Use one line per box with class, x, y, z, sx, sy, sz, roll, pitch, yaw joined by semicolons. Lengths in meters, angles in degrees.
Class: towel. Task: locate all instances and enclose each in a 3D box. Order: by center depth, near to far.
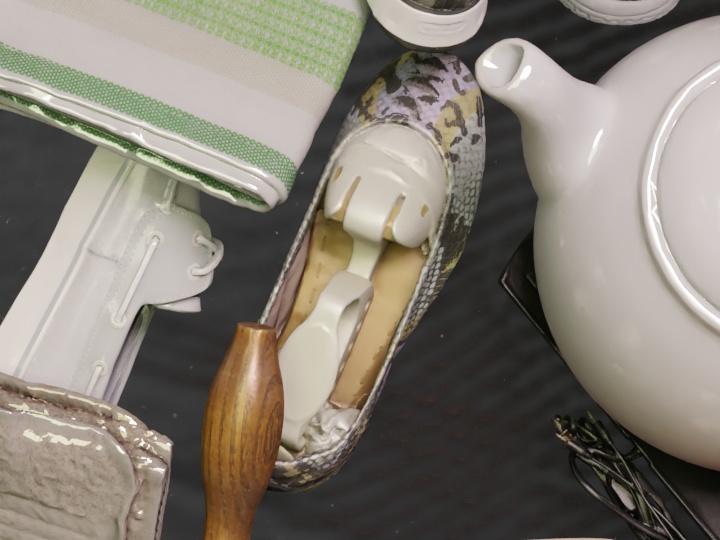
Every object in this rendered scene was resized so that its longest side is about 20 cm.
towel;-0.065;-0.128;0.948;0.148;0.031;0.201;23;60;1
towel;-0.178;0.098;0.961;0.198;0.035;0.134;14;119;9

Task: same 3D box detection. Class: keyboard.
keyboard;0.129;0.065;0.960;0.104;0.040;0.200;-36;81;-20

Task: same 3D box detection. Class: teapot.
teapot;0.165;-0.016;0.881;0.199;0.146;0.199;-22;80;-7

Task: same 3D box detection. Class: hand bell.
hand bell;-0.054;0.121;0.920;0.103;0.104;0.202;10;98;8

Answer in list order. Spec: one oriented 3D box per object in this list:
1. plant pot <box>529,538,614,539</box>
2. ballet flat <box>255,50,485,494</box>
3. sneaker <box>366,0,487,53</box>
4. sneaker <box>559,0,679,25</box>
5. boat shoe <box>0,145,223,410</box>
plant pot;0.057;0.202;0.882;0.198;0.200;0.179;-6;76;7
ballet flat;0.000;0.000;0.955;0.072;0.072;0.202;22;89;8
sneaker;0.023;-0.195;0.932;0.066;0.091;0.202;-3;64;-18
sneaker;0.096;-0.206;0.904;0.074;0.115;0.201;-5;57;-7
boat shoe;-0.095;-0.002;0.966;0.068;0.072;0.201;30;90;5
